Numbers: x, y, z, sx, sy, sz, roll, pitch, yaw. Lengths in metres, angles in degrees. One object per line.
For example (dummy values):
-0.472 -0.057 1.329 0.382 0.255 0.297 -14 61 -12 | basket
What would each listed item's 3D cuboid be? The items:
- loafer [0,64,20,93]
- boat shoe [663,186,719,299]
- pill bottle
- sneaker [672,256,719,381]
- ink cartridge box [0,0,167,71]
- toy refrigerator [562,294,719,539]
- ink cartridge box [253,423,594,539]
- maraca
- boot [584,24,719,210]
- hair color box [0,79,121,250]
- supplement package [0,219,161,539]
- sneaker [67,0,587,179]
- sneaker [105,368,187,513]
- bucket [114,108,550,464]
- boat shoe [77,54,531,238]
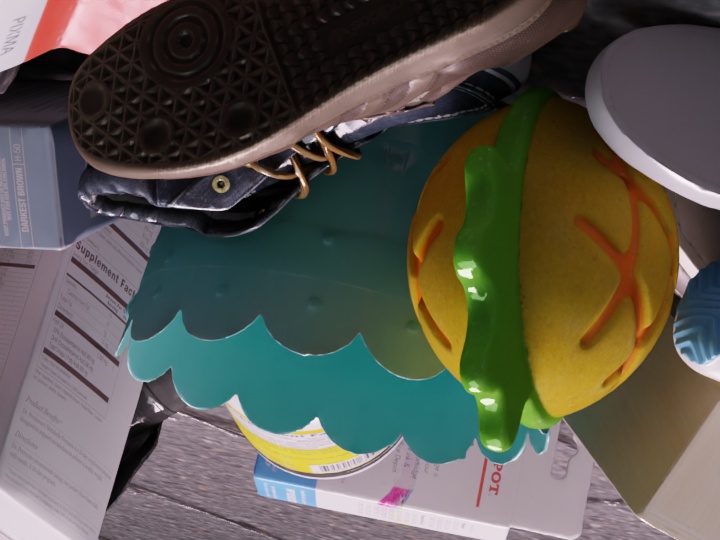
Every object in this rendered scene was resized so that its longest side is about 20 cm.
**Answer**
-0.191 -0.096 1.019 0.073 0.072 0.200 17 165 -22 | loafer
0.170 -0.003 1.087 0.059 0.072 0.200 -4 164 37 | boat shoe
-0.028 0.042 1.314 0.114 0.114 0.200 10 164 8 | pill bottle
0.210 0.035 1.029 0.200 0.081 0.077 -3 -144 -38 | sneaker
-0.127 -0.115 0.855 0.200 0.050 0.162 17 147 -12 | ink cartridge box
0.146 0.060 1.127 0.070 0.076 0.200 29 -170 -20 | toy refrigerator
0.044 0.098 1.457 0.200 0.115 0.068 11 165 3 | ink cartridge box
0.068 -0.002 0.939 0.107 0.137 0.200 -4 -171 18 | maraca
0.165 -0.036 0.954 0.200 0.074 0.096 16 158 -18 | boot
-0.203 -0.053 1.116 0.200 0.061 0.099 3 -164 25 | hair color box
-0.176 0.027 1.197 0.114 0.200 0.110 6 158 25 | supplement package
-0.009 -0.073 0.879 0.200 0.070 0.076 -17 160 20 | sneaker
-0.144 0.055 1.298 0.060 0.104 0.200 46 -170 -32 | sneaker
0.000 0.000 1.098 0.207 0.135 0.207 12 165 3 | bucket
-0.025 -0.059 0.988 0.200 0.091 0.071 3 162 31 | boat shoe
